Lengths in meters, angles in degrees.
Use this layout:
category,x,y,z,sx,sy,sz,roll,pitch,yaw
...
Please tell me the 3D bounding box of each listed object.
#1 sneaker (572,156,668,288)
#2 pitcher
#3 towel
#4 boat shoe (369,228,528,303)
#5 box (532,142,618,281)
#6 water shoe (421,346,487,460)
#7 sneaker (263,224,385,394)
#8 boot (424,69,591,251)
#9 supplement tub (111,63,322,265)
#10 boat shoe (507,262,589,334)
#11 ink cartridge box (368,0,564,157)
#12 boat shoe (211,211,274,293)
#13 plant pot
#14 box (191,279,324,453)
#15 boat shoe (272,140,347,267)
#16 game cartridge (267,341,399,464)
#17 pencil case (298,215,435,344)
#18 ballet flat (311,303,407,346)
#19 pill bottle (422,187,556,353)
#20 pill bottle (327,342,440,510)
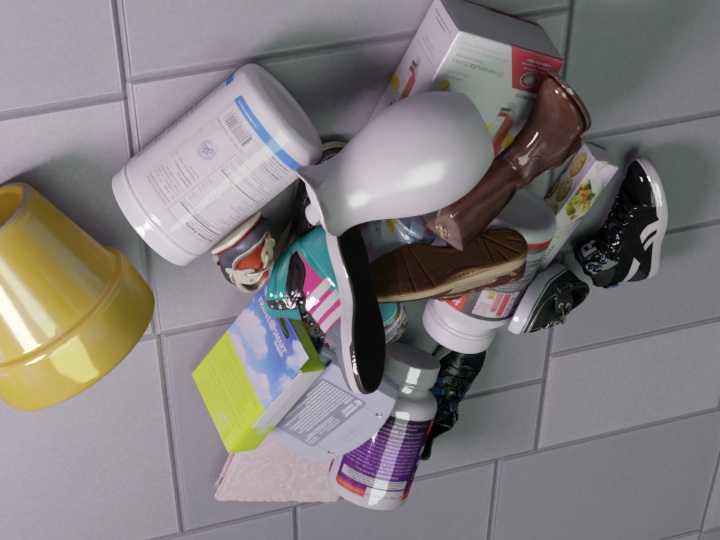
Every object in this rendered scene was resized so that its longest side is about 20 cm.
category,x,y,z,sx,sy,sz,roll,pitch,yaw
sneaker,0.325,-0.048,1.869,0.111,0.073,0.200,-18,136,-8
pitcher,0.032,-0.106,1.567,0.199,0.122,0.172,-26,179,-7
towel,-0.081,0.239,1.988,0.199,0.032,0.191,6,127,-31
boat shoe,0.098,0.010,1.705,0.199,0.072,0.072,-16,141,-5
box,0.248,-0.069,1.843,0.039,0.042,0.200,15,124,-31
water shoe,0.118,0.174,1.980,0.071,0.079,0.200,13,124,-31
sneaker,-0.048,0.050,1.659,0.120,0.201,0.084,-16,167,30
boot,0.155,-0.113,1.606,0.200,0.064,0.187,-37,157,-7
supplement tub,-0.152,-0.114,1.575,0.200,0.132,0.132,-37,133,14
boat shoe,0.240,0.039,1.844,0.200,0.056,0.069,-35,151,-62
ink cartridge box,0.112,-0.190,1.647,0.145,0.084,0.200,10,126,-29
boat shoe,-0.126,-0.015,1.645,0.071,0.063,0.200,-37,179,-12
plant pot,-0.355,0.016,1.581,0.200,0.201,0.189,-30,118,6
box,-0.121,0.116,1.777,0.048,0.122,0.200,-2,144,-43
boat shoe,-0.048,-0.056,1.714,0.071,0.066,0.201,6,127,-26
game cartridge,-0.043,0.170,1.827,0.133,0.041,0.200,34,137,-13
pencil case,0.000,0.000,1.768,0.083,0.091,0.200,39,109,-12
ballet flat,-0.025,0.102,1.868,0.200,0.072,0.072,-30,134,7
pill bottle,0.154,-0.002,1.811,0.115,0.116,0.200,4,128,-25
pill bottle,0.036,0.200,1.916,0.111,0.111,0.201,9,109,-28
